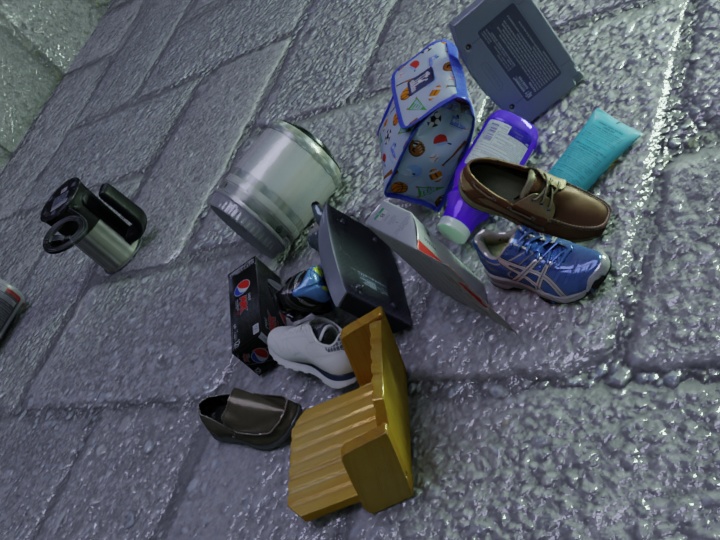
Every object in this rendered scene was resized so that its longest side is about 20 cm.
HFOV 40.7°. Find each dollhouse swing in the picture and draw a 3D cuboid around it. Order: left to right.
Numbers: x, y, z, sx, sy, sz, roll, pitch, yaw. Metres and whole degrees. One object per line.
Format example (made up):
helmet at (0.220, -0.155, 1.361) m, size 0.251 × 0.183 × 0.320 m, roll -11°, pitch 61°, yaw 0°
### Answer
dollhouse swing at (-0.031, 0.185, 1.215) m, size 0.174 × 0.183 × 0.201 m, roll -12°, pitch 43°, yaw 11°

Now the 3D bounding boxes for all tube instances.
tube at (0.284, -0.129, 1.297) m, size 0.077 × 0.050 × 0.200 m, roll 38°, pitch 82°, yaw 27°

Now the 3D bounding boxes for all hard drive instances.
hard drive at (0.000, 0.000, 1.398) m, size 0.042 × 0.134 × 0.201 m, roll -46°, pitch 34°, yaw 25°

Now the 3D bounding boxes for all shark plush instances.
shark plush at (-0.025, -0.024, 1.543) m, size 0.200 × 0.090 × 0.084 m, roll 49°, pitch 115°, yaw 38°

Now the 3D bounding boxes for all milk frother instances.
milk frother at (-0.562, -0.065, 2.027) m, size 0.179 × 0.188 × 0.202 m, roll -12°, pitch 46°, yaw 41°

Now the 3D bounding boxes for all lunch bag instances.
lunch bag at (0.101, -0.225, 1.462) m, size 0.171 × 0.122 × 0.201 m, roll -96°, pitch 24°, yaw -46°

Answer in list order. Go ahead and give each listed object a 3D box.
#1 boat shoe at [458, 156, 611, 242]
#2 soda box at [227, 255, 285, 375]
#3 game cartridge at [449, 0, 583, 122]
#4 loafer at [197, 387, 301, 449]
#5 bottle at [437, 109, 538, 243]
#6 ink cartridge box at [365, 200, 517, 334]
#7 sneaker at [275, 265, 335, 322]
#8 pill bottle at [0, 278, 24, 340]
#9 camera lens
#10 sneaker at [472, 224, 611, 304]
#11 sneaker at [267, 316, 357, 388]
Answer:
boat shoe at (0.217, -0.092, 1.229) m, size 0.198 × 0.074 × 0.076 m, roll 16°, pitch 74°, yaw 12°
soda box at (-0.165, 0.069, 1.556) m, size 0.063 × 0.071 × 0.201 m, roll -35°, pitch 35°, yaw 17°
game cartridge at (0.223, -0.317, 1.423) m, size 0.133 × 0.200 × 0.041 m, roll -39°, pitch 27°, yaw 7°
loafer at (-0.168, 0.212, 1.410) m, size 0.199 × 0.070 × 0.076 m, roll -12°, pitch 46°, yaw 41°
bottle at (0.177, -0.131, 1.386) m, size 0.083 × 0.065 × 0.201 m, roll 28°, pitch 73°, yaw 11°
ink cartridge box at (0.113, -0.008, 1.253) m, size 0.050 × 0.161 × 0.199 m, roll -53°, pitch 34°, yaw -6°
sneaker at (-0.083, 0.034, 1.424) m, size 0.082 × 0.072 × 0.200 m, roll -21°, pitch -6°, yaw 1°
pill bottle at (-0.871, 0.122, 2.234) m, size 0.113 × 0.114 × 0.201 m, roll -7°, pitch 49°, yaw 43°
camera lens at (-0.142, -0.143, 1.675) m, size 0.201 × 0.160 × 0.160 m, roll -52°, pitch 34°, yaw -9°
sneaker at (0.220, -0.011, 1.216) m, size 0.199 × 0.077 × 0.076 m, roll 4°, pitch 55°, yaw 48°
sneaker at (-0.067, 0.100, 1.390) m, size 0.076 × 0.081 × 0.199 m, roll -33°, pitch 29°, yaw -34°
